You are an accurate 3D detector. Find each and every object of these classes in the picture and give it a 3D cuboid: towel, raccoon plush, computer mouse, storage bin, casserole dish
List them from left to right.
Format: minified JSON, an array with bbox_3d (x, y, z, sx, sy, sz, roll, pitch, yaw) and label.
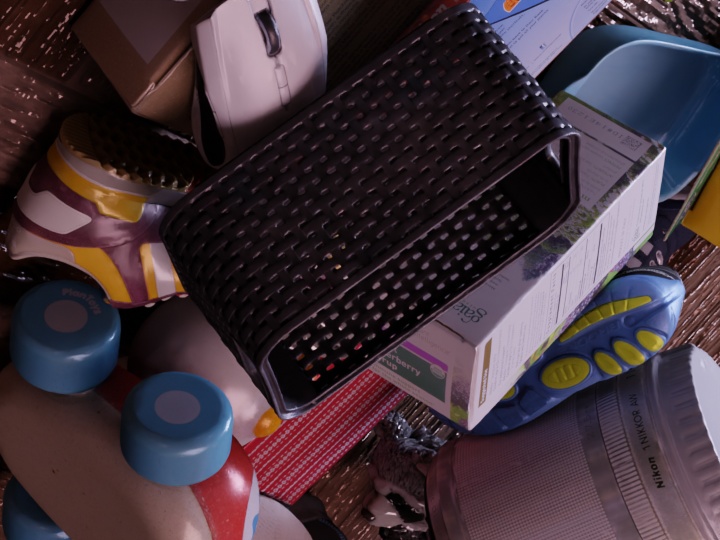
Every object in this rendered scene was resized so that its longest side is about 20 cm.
[{"bbox_3d":[-0.046,-0.112,1.394,0.109,0.044,0.201,-29,146,-19],"label":"computer mouse"},{"bbox_3d":[-0.022,0.083,1.772,0.145,0.022,0.200,-43,164,1],"label":"towel"},{"bbox_3d":[0.008,-0.029,1.442,0.200,0.094,0.135,-36,162,-7],"label":"storage bin"},{"bbox_3d":[0.073,0.123,1.932,0.200,0.096,0.135,-47,145,-37],"label":"raccoon plush"},{"bbox_3d":[0.169,-0.102,1.778,0.199,0.039,0.121,4,126,-50],"label":"casserole dish"}]

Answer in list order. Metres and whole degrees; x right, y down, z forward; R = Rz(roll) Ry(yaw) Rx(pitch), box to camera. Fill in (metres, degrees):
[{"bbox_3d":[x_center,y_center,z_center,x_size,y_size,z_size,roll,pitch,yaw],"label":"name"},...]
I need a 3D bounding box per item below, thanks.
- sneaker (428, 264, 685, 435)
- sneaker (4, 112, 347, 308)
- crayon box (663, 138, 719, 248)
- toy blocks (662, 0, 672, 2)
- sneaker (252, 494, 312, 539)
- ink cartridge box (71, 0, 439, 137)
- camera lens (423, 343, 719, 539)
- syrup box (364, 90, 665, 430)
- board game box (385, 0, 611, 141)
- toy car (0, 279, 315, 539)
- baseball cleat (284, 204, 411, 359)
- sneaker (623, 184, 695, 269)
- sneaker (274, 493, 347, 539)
[{"bbox_3d":[0.119,0.047,1.752,0.199,0.071,0.083,-22,-174,30],"label":"sneaker"},{"bbox_3d":[-0.100,-0.016,1.543,0.199,0.075,0.090,22,118,-30],"label":"sneaker"},{"bbox_3d":[0.271,-0.090,1.806,0.200,0.051,0.126,-43,163,-57],"label":"crayon box"},{"bbox_3d":[0.132,-0.236,1.542,0.136,0.100,0.201,-8,136,-26],"label":"toy blocks"},{"bbox_3d":[-0.111,0.178,1.782,0.088,0.076,0.199,-21,145,38],"label":"sneaker"},{"bbox_3d":[-0.027,-0.156,1.470,0.200,0.075,0.164,-48,146,13],"label":"ink cartridge box"},{"bbox_3d":[0.151,0.154,1.777,0.199,0.161,0.160,-24,152,17],"label":"camera lens"},{"bbox_3d":[0.091,-0.008,1.644,0.200,0.078,0.082,-45,154,-32],"label":"syrup box"},{"bbox_3d":[0.088,-0.145,1.508,0.200,0.019,0.103,-45,150,13],"label":"board game box"},{"bbox_3d":[-0.092,0.081,1.616,0.200,0.177,0.185,-34,148,-34],"label":"toy car"},{"bbox_3d":[0.000,0.000,1.658,0.199,0.107,0.070,-4,164,-36],"label":"baseball cleat"},{"bbox_3d":[0.169,0.017,1.853,0.199,0.109,0.070,-23,144,-27],"label":"sneaker"},{"bbox_3d":[-0.090,0.236,1.868,0.200,0.082,0.073,-41,150,2],"label":"sneaker"}]
